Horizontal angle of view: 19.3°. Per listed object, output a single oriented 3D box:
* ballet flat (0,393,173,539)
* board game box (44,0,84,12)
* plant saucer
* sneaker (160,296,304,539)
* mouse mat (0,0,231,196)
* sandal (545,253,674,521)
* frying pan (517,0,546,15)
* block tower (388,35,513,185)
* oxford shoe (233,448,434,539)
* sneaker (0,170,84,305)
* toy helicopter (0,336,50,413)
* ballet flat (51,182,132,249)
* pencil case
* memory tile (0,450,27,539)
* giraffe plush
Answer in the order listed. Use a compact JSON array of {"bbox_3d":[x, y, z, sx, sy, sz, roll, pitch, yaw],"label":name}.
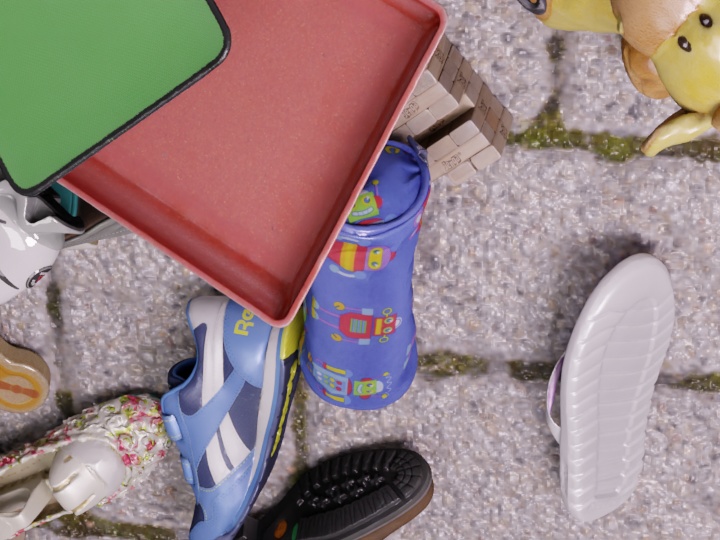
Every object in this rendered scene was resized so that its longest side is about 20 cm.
[{"bbox_3d":[-0.213,0.150,1.446,0.199,0.064,0.076,-27,114,18],"label":"ballet flat"},{"bbox_3d":[-0.133,-0.257,1.158,0.133,0.034,0.202,-16,88,22],"label":"board game box"},{"bbox_3d":[-0.070,-0.103,1.181,0.199,0.037,0.201,32,104,16],"label":"plant saucer"},{"bbox_3d":[-0.092,0.101,1.398,0.082,0.074,0.201,17,116,5],"label":"sneaker"},{"bbox_3d":[-0.174,-0.163,1.159,0.160,0.008,0.201,-32,81,20],"label":"mouse mat"},{"bbox_3d":[0.147,0.073,1.333,0.050,0.082,0.204,40,136,40],"label":"sandal"},{"bbox_3d":[0.048,-0.238,1.164,0.189,0.031,0.115,32,119,6],"label":"frying pan"},{"bbox_3d":[0.007,-0.139,1.238,0.054,0.058,0.200,-32,108,27],"label":"block tower"},{"bbox_3d":[-0.018,0.185,1.440,0.199,0.073,0.084,-33,126,29],"label":"oxford shoe"},{"bbox_3d":[-0.267,-0.060,1.298,0.200,0.074,0.089,45,101,15],"label":"sneaker"},{"bbox_3d":[-0.289,0.033,1.402,0.132,0.079,0.200,-33,121,21],"label":"toy helicopter"},{"bbox_3d":[-0.163,-0.040,1.335,0.198,0.068,0.064,-12,148,22],"label":"ballet flat"},{"bbox_3d":[0.000,0.000,1.279,0.077,0.087,0.201,-3,143,-4],"label":"pencil case"},{"bbox_3d":[-0.316,0.168,1.521,0.152,0.017,0.201,-7,118,16],"label":"memory tile"},{"bbox_3d":[0.185,-0.141,1.130,0.198,0.163,0.174,18,123,2],"label":"giraffe plush"}]
